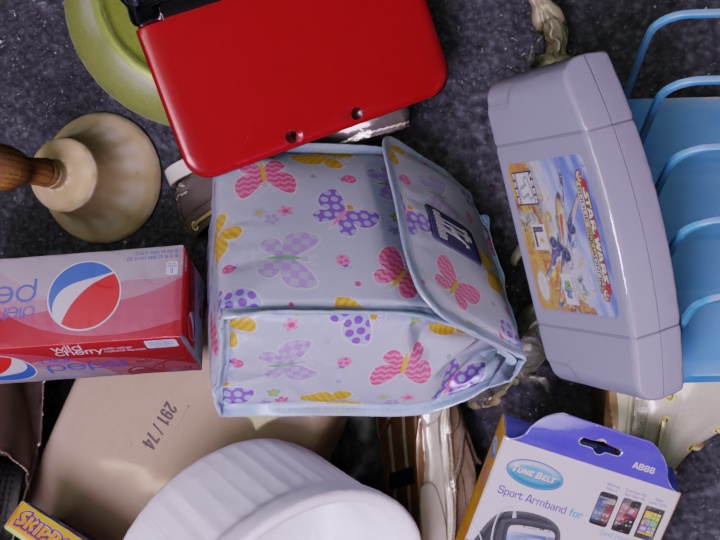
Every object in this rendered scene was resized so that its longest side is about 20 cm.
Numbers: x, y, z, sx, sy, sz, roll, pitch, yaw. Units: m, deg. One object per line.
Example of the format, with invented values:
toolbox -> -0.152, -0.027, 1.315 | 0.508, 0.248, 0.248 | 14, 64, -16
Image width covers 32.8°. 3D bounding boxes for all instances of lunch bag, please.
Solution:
lunch bag -> 0.000, 0.000, 0.816 | 0.199, 0.170, 0.127 | 3, 135, -10

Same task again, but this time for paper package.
paper package -> -0.117, 0.118, 0.908 | 0.190, 0.103, 0.200 | 28, 98, 12

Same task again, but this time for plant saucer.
plant saucer -> -0.117, -0.204, 0.895 | 0.199, 0.031, 0.201 | 1, 83, -6

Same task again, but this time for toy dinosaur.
toy dinosaur -> 0.128, -0.101, 0.840 | 0.047, 0.088, 0.201 | 7, 92, 3
toy dinosaur -> 0.147, 0.037, 0.854 | 0.088, 0.047, 0.200 | 20, 115, -17

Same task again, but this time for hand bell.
hand bell -> -0.230, -0.069, 0.879 | 0.104, 0.200, 0.104 | 1, 93, 14

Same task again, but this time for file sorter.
file sorter -> 0.240, -0.046, 0.748 | 0.138, 0.123, 0.201 | -2, 66, 0

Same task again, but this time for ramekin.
ramekin -> -0.064, 0.207, 0.790 | 0.098, 0.200, 0.201 | 33, 101, 45

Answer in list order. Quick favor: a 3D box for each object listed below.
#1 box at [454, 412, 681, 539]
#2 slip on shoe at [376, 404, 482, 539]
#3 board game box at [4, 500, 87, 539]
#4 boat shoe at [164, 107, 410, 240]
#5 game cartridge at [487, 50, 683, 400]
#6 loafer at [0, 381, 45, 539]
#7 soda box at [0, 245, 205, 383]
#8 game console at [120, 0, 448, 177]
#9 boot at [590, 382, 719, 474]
box -> 0.124, 0.183, 0.801 | 0.119, 0.041, 0.201 | 18, 107, -1
slip on shoe -> 0.056, 0.132, 0.881 | 0.060, 0.076, 0.201 | 7, 72, -26
board game box -> -0.184, 0.221, 0.890 | 0.095, 0.200, 0.030 | 29, 70, 15
boat shoe -> -0.049, -0.078, 0.900 | 0.200, 0.072, 0.060 | -18, 87, 19
game cartridge -> 0.133, -0.025, 0.727 | 0.041, 0.133, 0.201 | -15, 95, -12
loafer -> -0.252, 0.121, 0.859 | 0.071, 0.073, 0.201 | -16, 71, 58
soda box -> -0.207, 0.032, 0.818 | 0.199, 0.063, 0.070 | -4, 65, 5
game console -> -0.066, -0.178, 0.843 | 0.200, 0.172, 0.119 | -22, 130, -19
boot -> 0.237, 0.103, 0.829 | 0.154, 0.072, 0.201 | -5, 110, 0
